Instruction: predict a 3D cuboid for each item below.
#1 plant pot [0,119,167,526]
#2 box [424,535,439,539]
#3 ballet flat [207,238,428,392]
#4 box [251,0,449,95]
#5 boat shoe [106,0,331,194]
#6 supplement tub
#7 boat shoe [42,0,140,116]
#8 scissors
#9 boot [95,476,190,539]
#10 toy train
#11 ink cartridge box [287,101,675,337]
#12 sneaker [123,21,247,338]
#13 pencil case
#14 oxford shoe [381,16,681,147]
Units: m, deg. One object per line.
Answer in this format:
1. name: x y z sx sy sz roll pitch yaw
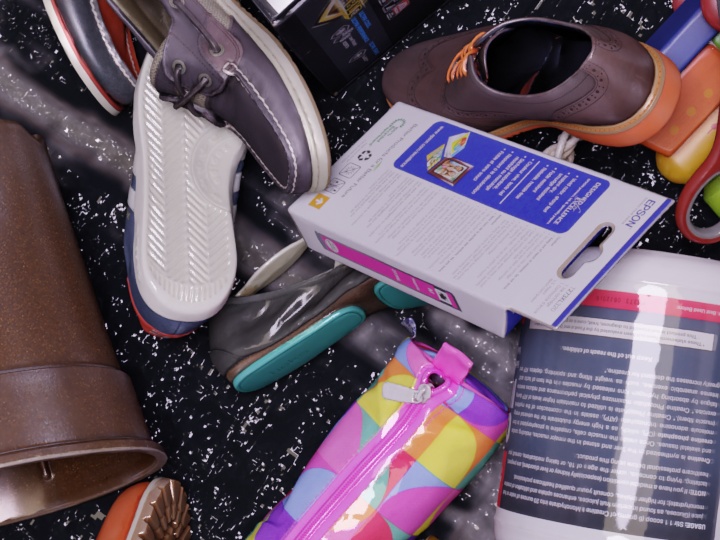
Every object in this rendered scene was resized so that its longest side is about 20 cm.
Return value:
1. plant pot: -0.226 0.034 0.940 0.200 0.200 0.199 -17 76 6
2. box: 0.082 0.256 0.954 0.200 0.041 0.119 37 92 6
3. ballet flat: 0.000 0.000 0.968 0.200 0.068 0.068 -23 71 5
4. box: 0.033 -0.188 0.907 0.198 0.200 0.050 -39 81 3
5. boat shoe: -0.087 -0.115 0.933 0.065 0.072 0.200 -25 70 -23
6. supplement tub: 0.146 0.093 0.903 0.140 0.140 0.200 8 87 8
7. boat shoe: -0.160 -0.190 1.000 0.062 0.071 0.200 -20 80 3
8. scissors: 0.206 -0.100 0.897 0.073 0.014 0.200 -3 115 -6
9. boot: -0.170 0.202 0.975 0.107 0.075 0.200 20 82 23
10. toy train: 0.176 -0.068 0.948 0.116 0.085 0.200 42 96 -8
11. ink cartridge box: 0.060 -0.025 0.884 0.095 0.037 0.200 -45 41 -20
12. sneaker: -0.103 -0.054 0.985 0.075 0.085 0.200 12 63 -12
13. pencil case: 0.000 0.126 0.950 0.088 0.088 0.200 39 92 8
14. oxford shoe: 0.074 -0.111 0.917 0.200 0.073 0.071 5 74 47
